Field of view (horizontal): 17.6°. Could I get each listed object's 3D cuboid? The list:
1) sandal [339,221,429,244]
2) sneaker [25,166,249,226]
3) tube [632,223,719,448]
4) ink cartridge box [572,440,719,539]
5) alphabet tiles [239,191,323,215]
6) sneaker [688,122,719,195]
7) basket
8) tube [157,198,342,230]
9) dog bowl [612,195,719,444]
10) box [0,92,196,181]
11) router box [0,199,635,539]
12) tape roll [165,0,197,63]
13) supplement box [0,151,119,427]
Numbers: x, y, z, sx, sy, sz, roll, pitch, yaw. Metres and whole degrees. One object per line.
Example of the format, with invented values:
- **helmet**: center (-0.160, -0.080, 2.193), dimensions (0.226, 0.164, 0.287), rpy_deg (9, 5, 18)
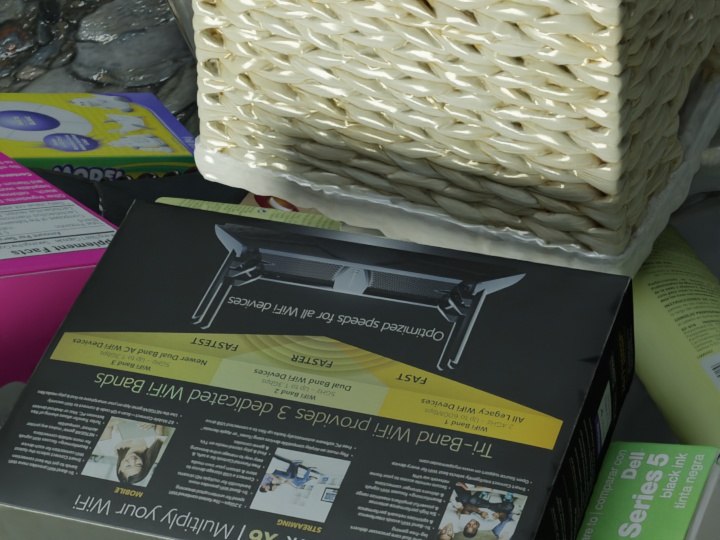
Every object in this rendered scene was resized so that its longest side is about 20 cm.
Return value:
- **sandal**: center (0.004, 0.001, 0.993), dimensions (0.206, 0.079, 0.059), rpy_deg (1, 78, 31)
- **sneaker**: center (-0.120, -0.021, 1.202), dimensions (0.199, 0.075, 0.106), rpy_deg (17, 35, -2)
- **tube**: center (0.129, 0.024, 0.931), dimensions (0.052, 0.058, 0.200), rpy_deg (-28, 38, 1)
- **ink cartridge box**: center (0.050, 0.138, 0.886), dimensions (0.199, 0.146, 0.084), rpy_deg (2, 44, 29)
- **alphabet tiles**: center (0.012, 0.022, 1.109), dimensions (0.199, 0.008, 0.167), rpy_deg (24, 55, 21)
- **sneaker**: center (0.107, -0.050, 1.045), dimensions (0.199, 0.089, 0.075), rpy_deg (4, 42, 24)
- **basket**: center (0.054, -0.127, 0.947), dimensions (0.199, 0.161, 0.198), rpy_deg (18, 49, 19)
- **tube**: center (0.000, 0.000, 1.076), dimensions (0.199, 0.052, 0.058), rpy_deg (4, 40, 8)
- **dog bowl**: center (0.175, 0.056, 0.975), dimensions (0.199, 0.079, 0.200), rpy_deg (-15, 37, 11)
- **box**: center (-0.193, -0.060, 1.258), dimensions (0.199, 0.049, 0.117), rpy_deg (-4, 23, -22)
- **router box**: center (-0.017, 0.057, 0.823), dimensions (0.199, 0.052, 0.157), rpy_deg (9, 45, 18)
- **tape roll**: center (-0.056, -0.202, 1.314), dimensions (0.139, 0.203, 0.203), rpy_deg (-26, 37, -4)
- **supplement box**: center (-0.199, 0.003, 1.077), dimensions (0.103, 0.102, 0.200), rpy_deg (-7, 30, -44)
